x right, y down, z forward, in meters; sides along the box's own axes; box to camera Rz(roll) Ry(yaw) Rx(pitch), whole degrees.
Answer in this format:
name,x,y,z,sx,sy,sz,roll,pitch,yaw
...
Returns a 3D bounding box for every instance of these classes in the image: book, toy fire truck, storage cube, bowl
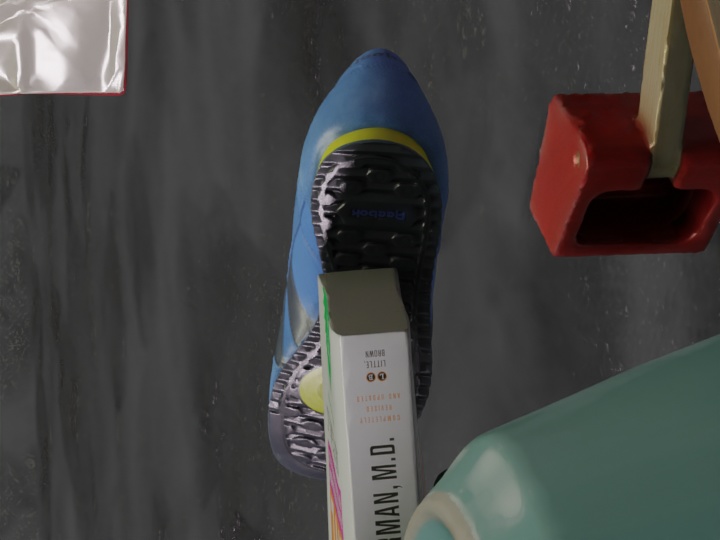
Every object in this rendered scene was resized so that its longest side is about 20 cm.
name,x,y,z,sx,sy,sz,roll,pitch,yaw
book,0.011,0.109,0.977,0.134,0.048,0.202,-104,10,-81
toy fire truck,0.077,-0.120,0.722,0.141,0.048,0.201,-107,20,-47
storage cube,-0.274,-0.243,2.019,0.180,0.170,0.201,-120,31,-61
bowl,0.070,0.113,0.668,0.201,0.104,0.202,177,90,-78

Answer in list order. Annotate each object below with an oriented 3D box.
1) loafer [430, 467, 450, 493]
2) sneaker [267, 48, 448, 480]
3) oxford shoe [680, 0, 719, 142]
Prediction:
name,x,y,z,sx,sy,sz,roll,pitch,yaw
loafer,0.054,0.157,0.881,0.072,0.062,0.201,61,-153,-49
sneaker,0.000,0.000,1.078,0.079,0.065,0.201,-89,6,-50
oxford shoe,0.094,-0.095,0.613,0.071,0.071,0.202,121,144,-77
